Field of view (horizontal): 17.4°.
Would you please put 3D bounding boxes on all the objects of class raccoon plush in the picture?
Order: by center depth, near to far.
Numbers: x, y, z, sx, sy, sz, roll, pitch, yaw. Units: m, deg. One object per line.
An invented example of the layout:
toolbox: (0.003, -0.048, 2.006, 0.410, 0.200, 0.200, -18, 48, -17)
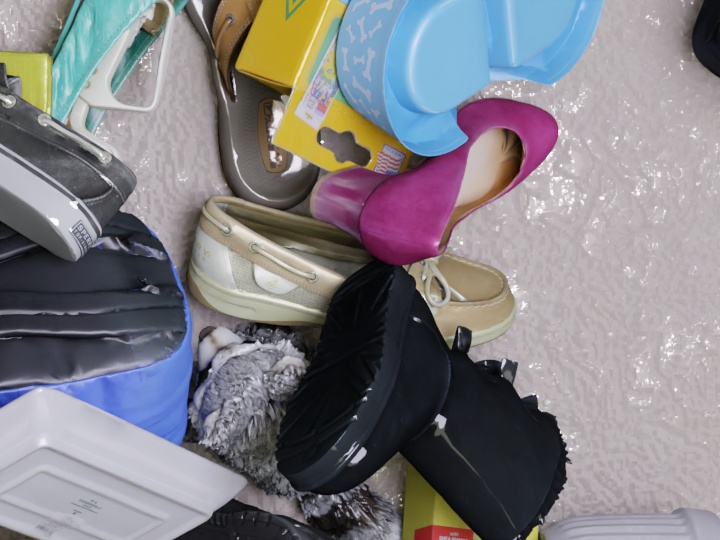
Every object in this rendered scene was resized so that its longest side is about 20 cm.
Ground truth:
raccoon plush: (-0.024, 0.102, 1.384, 0.200, 0.134, 0.097, 35, 89, -14)

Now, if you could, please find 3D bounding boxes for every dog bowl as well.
dog bowl: (0.063, -0.145, 1.356, 0.200, 0.050, 0.112, -34, 130, -35)

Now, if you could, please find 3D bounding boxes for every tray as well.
tray: (-0.153, 0.121, 1.281, 0.107, 0.200, 0.022, -29, 59, 19)

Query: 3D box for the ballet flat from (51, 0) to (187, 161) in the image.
ballet flat: (-0.158, -0.095, 1.360, 0.070, 0.067, 0.200, 28, 89, 13)

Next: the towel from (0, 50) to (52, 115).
towel: (-0.272, -0.086, 1.336, 0.200, 0.018, 0.086, 3, 100, 8)

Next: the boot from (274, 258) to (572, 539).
boot: (0.040, 0.098, 1.313, 0.073, 0.198, 0.163, -31, 112, 28)

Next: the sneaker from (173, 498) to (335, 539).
sneaker: (-0.064, 0.169, 1.396, 0.104, 0.200, 0.060, 35, 74, -52)

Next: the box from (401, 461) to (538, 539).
box: (0.064, 0.184, 1.420, 0.075, 0.050, 0.200, 11, 73, -20)

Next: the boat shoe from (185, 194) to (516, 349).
boat shoe: (-0.001, -0.002, 1.403, 0.200, 0.073, 0.063, 10, 125, -7)

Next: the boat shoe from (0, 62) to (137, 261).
boat shoe: (-0.213, -0.083, 1.291, 0.200, 0.071, 0.064, 35, 69, 10)

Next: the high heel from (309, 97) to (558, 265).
high heel: (0.071, -0.051, 1.370, 0.200, 0.096, 0.067, -15, 119, -44)

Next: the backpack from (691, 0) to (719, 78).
backpack: (0.314, -0.170, 1.412, 0.200, 0.153, 0.176, 17, 96, -4)

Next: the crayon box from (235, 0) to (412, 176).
crayon box: (0.006, -0.154, 1.364, 0.126, 0.052, 0.200, 24, 88, -52)

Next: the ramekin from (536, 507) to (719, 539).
ramekin: (0.153, 0.239, 1.413, 0.105, 0.200, 0.201, 6, 96, -4)

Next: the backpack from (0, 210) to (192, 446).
backpack: (-0.196, 0.054, 1.330, 0.200, 0.163, 0.168, -13, 140, -14)

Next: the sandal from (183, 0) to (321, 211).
sandal: (-0.062, -0.131, 1.388, 0.082, 0.055, 0.200, -8, 99, -11)
